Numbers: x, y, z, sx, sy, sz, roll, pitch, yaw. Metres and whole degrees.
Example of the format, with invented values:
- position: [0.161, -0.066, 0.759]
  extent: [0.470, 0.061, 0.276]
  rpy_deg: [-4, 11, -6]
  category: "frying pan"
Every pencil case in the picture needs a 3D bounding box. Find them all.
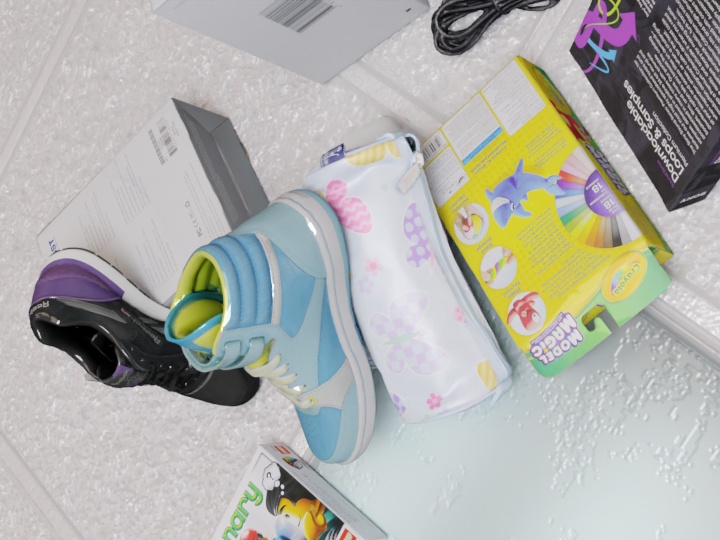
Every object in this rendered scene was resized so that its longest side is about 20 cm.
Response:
- position: [0.034, 0.005, 0.809]
  extent: [0.090, 0.083, 0.201]
  rpy_deg: [-22, 89, 18]
  category: "pencil case"

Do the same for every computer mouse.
- position: [0.083, -0.277, 0.872]
  extent: [0.138, 0.053, 0.201]
  rpy_deg: [-25, 68, 31]
  category: "computer mouse"

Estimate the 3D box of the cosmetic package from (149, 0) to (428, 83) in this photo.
- position: [-0.075, -0.279, 0.896]
  extent: [0.123, 0.199, 0.201]
  rpy_deg: [-29, 66, 29]
  category: "cosmetic package"

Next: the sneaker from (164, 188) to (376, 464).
- position: [-0.065, 0.058, 0.776]
  extent: [0.079, 0.130, 0.201]
  rpy_deg: [8, 117, 47]
  category: "sneaker"

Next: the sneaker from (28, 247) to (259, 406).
- position: [-0.171, 0.070, 0.912]
  extent: [0.076, 0.199, 0.088]
  rpy_deg: [-48, 24, 28]
  category: "sneaker"

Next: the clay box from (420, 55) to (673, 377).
- position: [0.125, -0.035, 0.803]
  extent: [0.115, 0.047, 0.201]
  rpy_deg: [-41, 62, 24]
  category: "clay box"

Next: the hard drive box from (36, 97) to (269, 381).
- position: [-0.174, -0.021, 1.004]
  extent: [0.200, 0.077, 0.157]
  rpy_deg: [-39, 62, 25]
  category: "hard drive box"

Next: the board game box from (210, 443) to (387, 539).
- position: [-0.073, 0.254, 0.909]
  extent: [0.126, 0.035, 0.201]
  rpy_deg: [34, 103, 36]
  category: "board game box"

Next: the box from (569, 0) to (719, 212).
- position: [0.200, -0.149, 0.703]
  extent: [0.200, 0.036, 0.144]
  rpy_deg: [109, 141, -57]
  category: "box"

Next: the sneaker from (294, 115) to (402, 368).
- position: [0.000, 0.000, 0.886]
  extent: [0.146, 0.081, 0.200]
  rpy_deg: [45, 92, 10]
  category: "sneaker"
